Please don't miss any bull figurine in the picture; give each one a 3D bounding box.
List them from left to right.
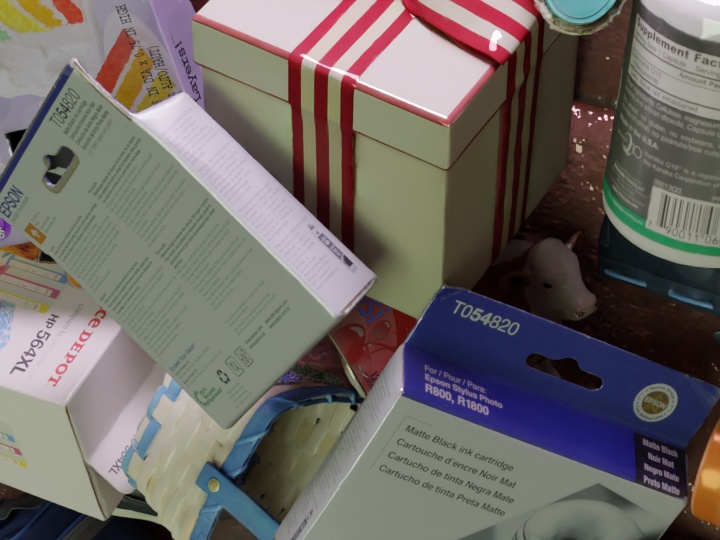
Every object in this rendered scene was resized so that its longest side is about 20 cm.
[{"bbox_3d":[0.066,0.035,1.474,0.199,0.065,0.122,-1,118,33],"label":"bull figurine"}]

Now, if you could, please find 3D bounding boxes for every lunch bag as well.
[{"bbox_3d":[-0.243,0.226,1.737,0.200,0.136,0.133,-29,98,41],"label":"lunch bag"}]

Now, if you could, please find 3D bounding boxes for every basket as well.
[{"bbox_3d":[-0.039,0.138,1.522,0.200,0.176,0.140,38,106,25],"label":"basket"}]

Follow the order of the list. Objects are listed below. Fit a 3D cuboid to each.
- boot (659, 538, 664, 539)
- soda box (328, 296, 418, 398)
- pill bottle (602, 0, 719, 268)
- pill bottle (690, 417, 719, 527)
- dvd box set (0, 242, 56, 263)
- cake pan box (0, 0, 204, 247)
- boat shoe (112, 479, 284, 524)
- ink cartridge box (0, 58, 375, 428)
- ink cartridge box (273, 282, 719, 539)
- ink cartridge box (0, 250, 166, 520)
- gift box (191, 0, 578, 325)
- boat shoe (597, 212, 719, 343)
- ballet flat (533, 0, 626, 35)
[{"bbox_3d":[0.148,0.137,1.448,0.185,0.064,0.201,-8,123,25],"label":"boot"},{"bbox_3d":[0.000,0.000,1.421,0.200,0.070,0.063,58,-177,36],"label":"soda box"},{"bbox_3d":[0.196,-0.112,1.274,0.113,0.113,0.201,21,125,21],"label":"pill bottle"},{"bbox_3d":[0.290,0.139,1.357,0.199,0.106,0.107,19,125,18],"label":"pill bottle"},{"bbox_3d":[-0.272,-0.101,1.600,0.199,0.029,0.147,18,98,24],"label":"dvd box set"},{"bbox_3d":[-0.182,-0.115,1.476,0.183,0.052,0.201,-8,114,26],"label":"cake pan box"},{"bbox_3d":[-0.134,0.139,1.658,0.199,0.074,0.066,27,126,17],"label":"boat shoe"},{"bbox_3d":[-0.106,-0.019,1.357,0.200,0.041,0.200,43,149,-2],"label":"ink cartridge box"},{"bbox_3d":[0.081,0.122,1.366,0.199,0.041,0.200,20,119,-23],"label":"ink cartridge box"},{"bbox_3d":[-0.211,0.063,1.607,0.199,0.129,0.126,16,143,24],"label":"ink cartridge box"},{"bbox_3d":[0.019,-0.118,1.345,0.184,0.200,0.187,20,141,17],"label":"gift box"},{"bbox_3d":[0.225,0.015,1.358,0.200,0.084,0.069,31,111,32],"label":"boat shoe"},{"bbox_3d":[0.113,-0.218,1.259,0.075,0.064,0.201,1,84,-4],"label":"ballet flat"}]
